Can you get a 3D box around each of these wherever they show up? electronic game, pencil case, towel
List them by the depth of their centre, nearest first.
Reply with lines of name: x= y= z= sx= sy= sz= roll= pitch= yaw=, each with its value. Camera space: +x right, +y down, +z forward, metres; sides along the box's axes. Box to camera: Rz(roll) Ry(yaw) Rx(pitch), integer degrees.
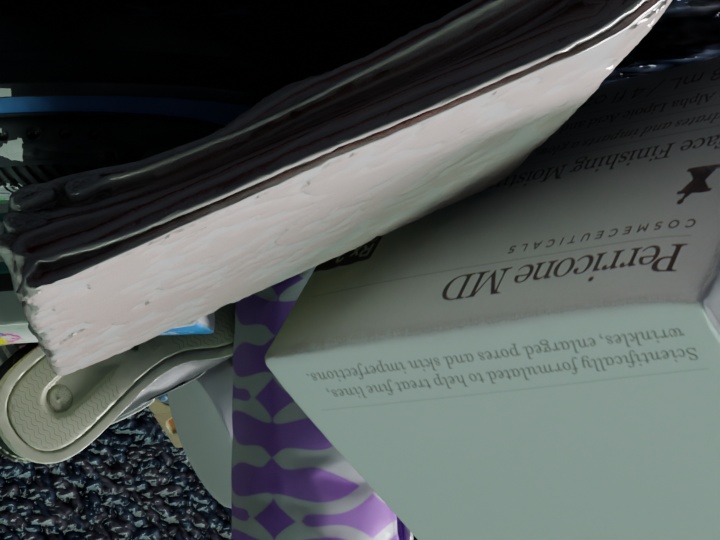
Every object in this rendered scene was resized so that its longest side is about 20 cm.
towel: x=-0.014 y=-0.028 z=0.542 sx=0.190 sy=0.032 sz=0.200 roll=-24 pitch=175 yaw=-11
electronic game: x=-0.107 y=-0.044 z=0.590 sx=0.198 sy=0.042 sz=0.200 roll=-4 pitch=175 yaw=0
pencil case: x=-0.013 y=0.047 z=0.791 sx=0.085 sy=0.202 sz=0.084 roll=0 pitch=-178 yaw=19

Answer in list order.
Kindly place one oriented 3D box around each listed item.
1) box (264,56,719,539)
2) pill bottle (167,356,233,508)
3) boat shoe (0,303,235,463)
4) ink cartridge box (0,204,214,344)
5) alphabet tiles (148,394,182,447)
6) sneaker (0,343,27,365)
box: x=0.111 y=0.041 z=0.685 sx=0.198 sy=0.131 sz=0.200 roll=-9 pitch=130 yaw=42
pill bottle: x=-0.002 y=0.056 z=1.026 sx=0.199 sy=0.113 sz=0.112 roll=-22 pitch=-178 yaw=-24
boat shoe: x=-0.114 y=0.032 z=0.948 sx=0.200 sy=0.072 sz=0.068 roll=-34 pitch=-175 yaw=-29
ink cartridge box: x=-0.173 y=-0.001 z=0.836 sx=0.198 sy=0.068 sz=0.116 roll=-4 pitch=174 yaw=4
alphabet tiles: x=-0.075 y=0.059 z=1.136 sx=0.165 sy=0.006 sz=0.201 roll=-7 pitch=130 yaw=27
sneaker: x=-0.156 y=0.046 z=1.091 sx=0.199 sy=0.088 sz=0.074 roll=0 pitch=-146 yaw=29
